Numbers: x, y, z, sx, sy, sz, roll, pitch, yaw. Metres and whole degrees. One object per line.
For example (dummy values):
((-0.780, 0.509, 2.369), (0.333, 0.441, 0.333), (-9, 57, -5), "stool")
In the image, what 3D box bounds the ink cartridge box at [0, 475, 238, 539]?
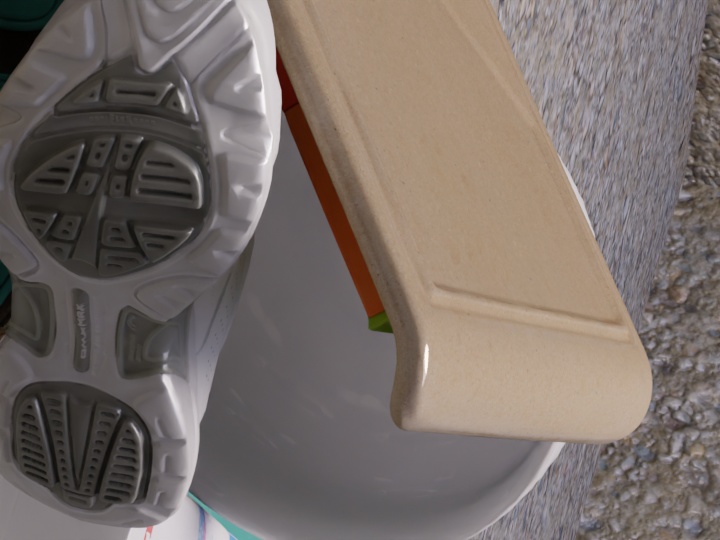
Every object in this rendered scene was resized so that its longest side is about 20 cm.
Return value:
((-0.112, 0.145, 0.940), (0.200, 0.084, 0.145), (67, 37, -73), "ink cartridge box")

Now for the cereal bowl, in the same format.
((0.000, 0.000, 0.929), (0.083, 0.199, 0.201), (-36, 139, -54), "cereal bowl")

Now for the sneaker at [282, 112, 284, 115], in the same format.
((-0.016, -0.148, 0.969), (0.074, 0.115, 0.201), (-123, -134, -78), "sneaker")

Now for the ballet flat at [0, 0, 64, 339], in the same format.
((-0.105, -0.059, 0.798), (0.067, 0.068, 0.201), (76, 30, -80), "ballet flat")

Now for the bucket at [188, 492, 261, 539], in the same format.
((-0.036, 0.173, 1.213), (0.207, 0.134, 0.208), (13, 90, -79), "bucket")

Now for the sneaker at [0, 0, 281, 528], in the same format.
((-0.062, -0.024, 0.720), (0.100, 0.078, 0.200), (-72, -179, -45), "sneaker")

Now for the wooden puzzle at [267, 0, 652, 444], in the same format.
((0.016, -0.045, 0.762), (0.185, 0.037, 0.201), (11, 58, -64), "wooden puzzle")
